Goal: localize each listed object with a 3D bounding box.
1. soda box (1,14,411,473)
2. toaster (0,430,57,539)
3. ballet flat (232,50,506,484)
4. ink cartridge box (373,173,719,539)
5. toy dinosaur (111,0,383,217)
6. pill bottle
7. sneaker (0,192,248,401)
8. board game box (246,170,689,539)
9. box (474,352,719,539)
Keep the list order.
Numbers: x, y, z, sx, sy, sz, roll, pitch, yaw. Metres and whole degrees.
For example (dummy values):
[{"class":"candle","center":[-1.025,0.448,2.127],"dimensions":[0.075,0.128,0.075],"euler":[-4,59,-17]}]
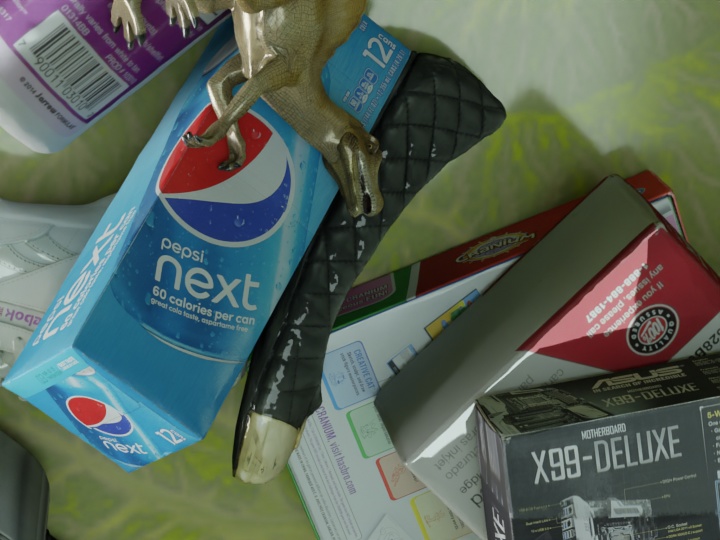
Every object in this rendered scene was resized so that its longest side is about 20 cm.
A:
[{"class":"soda box","center":[-0.057,-0.023,0.912],"dimensions":[0.064,0.068,0.200],"euler":[37,59,-17]},{"class":"toaster","center":[-0.208,0.112,0.958],"dimensions":[0.200,0.129,0.114],"euler":[31,101,-16]},{"class":"ballet flat","center":[0.000,0.000,0.959],"dimensions":[0.057,0.066,0.200],"euler":[27,80,-5]},{"class":"ink cartridge box","center":[0.128,0.084,0.980],"dimensions":[0.147,0.083,0.200],"euler":[-44,108,6]},{"class":"toy dinosaur","center":[-0.037,-0.109,0.856],"dimensions":[0.101,0.058,0.200],"euler":[-24,123,-32]},{"class":"pill bottle","center":[-0.080,-0.147,0.904],"dimensions":[0.200,0.112,0.112],"euler":[-38,109,4]},{"class":"sneaker","center":[-0.139,0.017,0.950],"dimensions":[0.200,0.100,0.075],"euler":[-5,147,-6]},{"class":"board game box","center":[0.065,0.063,1.030],"dimensions":[0.200,0.040,0.153],"euler":[-21,109,-1]},{"class":"box","center":[0.153,0.113,0.922],"dimensions":[0.200,0.050,0.158],"euler":[-11,108,-7]}]
